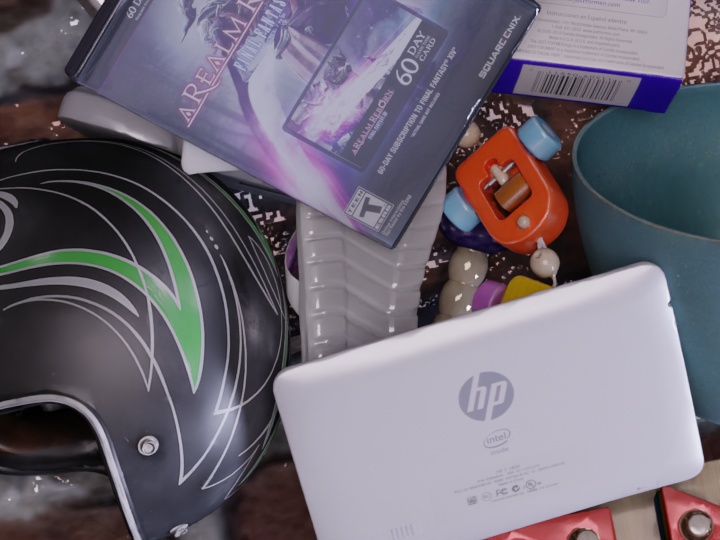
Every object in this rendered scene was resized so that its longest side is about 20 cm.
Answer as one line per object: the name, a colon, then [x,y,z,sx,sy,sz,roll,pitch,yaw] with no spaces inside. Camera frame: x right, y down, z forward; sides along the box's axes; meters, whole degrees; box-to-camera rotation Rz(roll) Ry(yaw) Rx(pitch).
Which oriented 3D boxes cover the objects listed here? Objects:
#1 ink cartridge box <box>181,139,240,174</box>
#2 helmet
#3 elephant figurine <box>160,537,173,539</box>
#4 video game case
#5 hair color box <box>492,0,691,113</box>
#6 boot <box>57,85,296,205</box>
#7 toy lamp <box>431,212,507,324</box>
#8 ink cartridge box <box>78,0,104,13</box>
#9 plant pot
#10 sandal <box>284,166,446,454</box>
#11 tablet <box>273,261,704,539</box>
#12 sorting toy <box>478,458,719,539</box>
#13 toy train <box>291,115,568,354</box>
ink cartridge box: [-0.042,-0.154,1.428,0.117,0.067,0.201,-4,114,-24]
helmet: [-0.128,0.034,1.486,0.190,0.200,0.201,12,91,6]
elephant figurine: [-0.138,0.266,1.512,0.200,0.155,0.142,-29,115,-10]
video game case: [-0.025,-0.112,1.403,0.200,0.019,0.143,27,99,-32]
hair color box: [0.119,-0.190,1.529,0.109,0.065,0.201,7,76,-3]
boot: [-0.055,-0.092,1.551,0.199,0.074,0.096,16,84,-11]
toy lamp: [0.038,0.064,1.559,0.058,0.058,0.201,14,90,-3]
ink cartridge box: [-0.078,-0.216,1.509,0.200,0.117,0.067,-42,93,-3]
plant pot: [0.207,0.002,1.514,0.199,0.200,0.135,-1,117,-3]
sandal: [-0.006,-0.002,1.485,0.082,0.050,0.204,15,73,-27]
tablet: [0.066,0.077,1.444,0.199,0.014,0.131,-17,120,-2]
sorting toy: [0.158,0.200,1.497,0.198,0.070,0.201,-9,78,-1]
toy train: [0.054,0.025,1.509,0.200,0.056,0.150,-46,54,14]
